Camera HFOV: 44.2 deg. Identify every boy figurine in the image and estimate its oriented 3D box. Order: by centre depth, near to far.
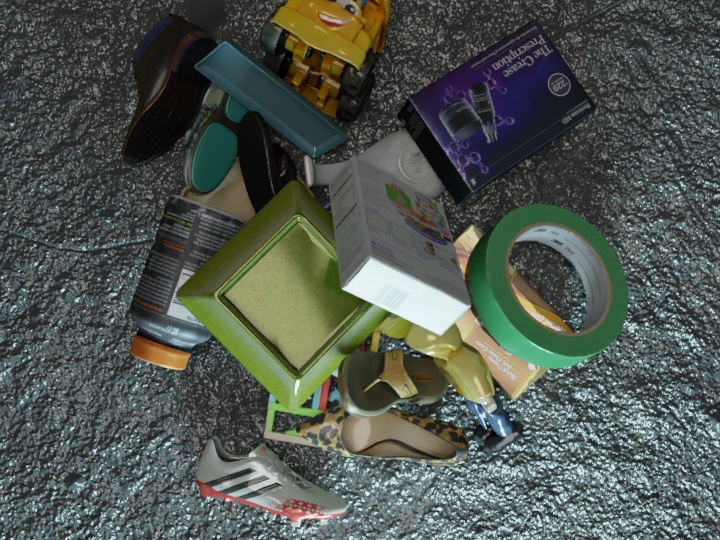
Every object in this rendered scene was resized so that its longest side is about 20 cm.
[{"bbox_3d":[0.127,0.133,1.080,0.064,0.124,0.200,-38,114,-4],"label":"boy figurine"}]

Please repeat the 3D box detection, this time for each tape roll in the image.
[{"bbox_3d":[0.232,0.017,1.088,0.200,0.048,0.201,8,65,-18],"label":"tape roll"}]

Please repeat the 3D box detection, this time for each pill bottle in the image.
[{"bbox_3d":[-0.215,0.017,1.083,0.106,0.106,0.201,20,89,2],"label":"pill bottle"}]

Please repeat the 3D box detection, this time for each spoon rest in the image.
[{"bbox_3d":[0.023,-0.134,1.148,0.199,0.061,0.100,-5,89,-12],"label":"spoon rest"}]

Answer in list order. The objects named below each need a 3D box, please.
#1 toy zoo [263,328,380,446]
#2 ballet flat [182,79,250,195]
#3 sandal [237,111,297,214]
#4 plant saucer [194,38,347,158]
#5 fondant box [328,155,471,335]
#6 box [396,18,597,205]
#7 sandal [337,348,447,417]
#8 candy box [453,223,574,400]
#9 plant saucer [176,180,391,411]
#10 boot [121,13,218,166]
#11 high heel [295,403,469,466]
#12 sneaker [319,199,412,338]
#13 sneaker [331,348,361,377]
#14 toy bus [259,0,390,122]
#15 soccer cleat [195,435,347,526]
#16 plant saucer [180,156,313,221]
[{"bbox_3d":[-0.047,0.127,1.152,0.131,0.020,0.201,9,89,2],"label":"toy zoo"},{"bbox_3d":[-0.185,-0.184,1.131,0.074,0.074,0.201,23,71,2],"label":"ballet flat"},{"bbox_3d":[-0.105,-0.100,1.109,0.048,0.075,0.201,-18,93,-38],"label":"sandal"},{"bbox_3d":[-0.107,-0.213,1.103,0.200,0.070,0.019,36,52,-29],"label":"plant saucer"},{"bbox_3d":[0.042,-0.033,1.048,0.144,0.200,0.058,26,123,-26],"label":"fondant box"},{"bbox_3d":[0.170,-0.198,1.111,0.200,0.079,0.141,-34,90,-12],"label":"box"},{"bbox_3d":[0.047,0.129,1.073,0.054,0.200,0.081,-33,66,38],"label":"sandal"},{"bbox_3d":[0.167,0.053,1.132,0.115,0.055,0.200,-43,88,0],"label":"candy box"},{"bbox_3d":[-0.075,0.029,1.032,0.200,0.048,0.200,-45,98,-9],"label":"plant saucer"},{"bbox_3d":[-0.262,-0.237,1.157,0.200,0.075,0.097,-52,52,16],"label":"boot"},{"bbox_3d":[0.027,0.200,1.070,0.199,0.143,0.072,3,90,-11],"label":"high heel"},{"bbox_3d":[0.000,0.000,1.124,0.074,0.082,0.200,-36,89,4],"label":"sneaker"},{"bbox_3d":[-0.041,0.075,1.106,0.200,0.075,0.089,36,79,-4],"label":"sneaker"},{"bbox_3d":[-0.020,-0.301,1.082,0.135,0.200,0.192,30,82,1],"label":"toy bus"},{"bbox_3d":[-0.112,0.266,1.129,0.199,0.069,0.086,12,93,6],"label":"soccer cleat"},{"bbox_3d":[-0.145,-0.046,1.153,0.199,0.035,0.201,0,88,2],"label":"plant saucer"}]
